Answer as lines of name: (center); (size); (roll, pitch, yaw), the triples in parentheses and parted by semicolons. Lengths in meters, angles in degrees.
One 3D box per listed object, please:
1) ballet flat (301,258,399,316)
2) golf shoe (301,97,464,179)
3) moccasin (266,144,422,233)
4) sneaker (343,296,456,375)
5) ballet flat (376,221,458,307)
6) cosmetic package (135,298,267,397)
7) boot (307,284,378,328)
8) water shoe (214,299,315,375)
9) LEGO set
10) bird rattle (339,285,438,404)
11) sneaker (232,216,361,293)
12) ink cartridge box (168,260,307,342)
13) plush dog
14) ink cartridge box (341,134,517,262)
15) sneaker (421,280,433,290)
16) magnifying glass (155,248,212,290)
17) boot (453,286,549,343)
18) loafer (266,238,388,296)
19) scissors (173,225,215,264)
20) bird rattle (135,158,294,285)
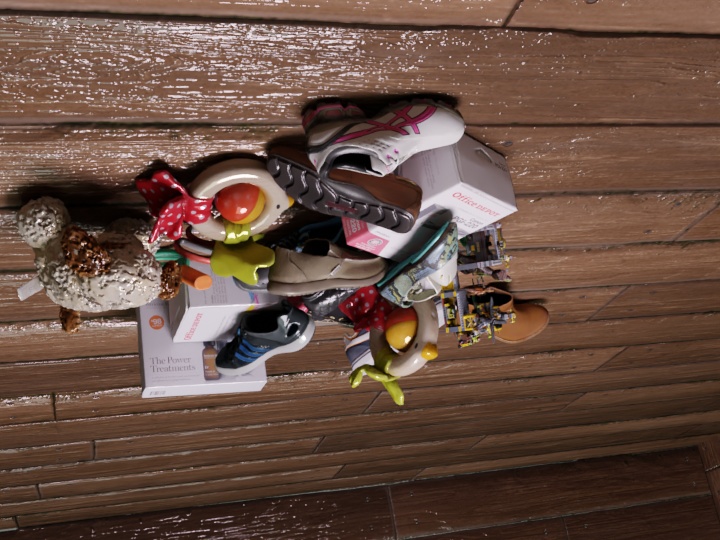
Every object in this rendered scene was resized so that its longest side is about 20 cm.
ballet flat: (0.000, 0.000, 1.429); (0.198, 0.067, 0.057); (-29, 139, 9)
golf shoe: (0.032, -0.148, 1.128); (0.196, 0.094, 0.073); (-6, 156, -13)
moccasin: (-0.018, -0.113, 1.184); (0.198, 0.079, 0.074); (14, 144, 1)
sneaker: (0.056, 0.085, 1.547); (0.198, 0.080, 0.078); (-33, 155, 10)
ballet flat: (0.093, -0.002, 1.296); (0.073, 0.076, 0.200); (1, 160, -24)
cosmetic package: (-0.258, 0.120, 1.550); (0.197, 0.153, 0.052); (-1, 155, -22)
boot: (-0.012, 0.034, 1.566); (0.196, 0.074, 0.151); (0, 155, -14)
water shoe: (-0.159, 0.094, 1.450); (0.198, 0.072, 0.079); (-24, 127, 30)
LEGO set: (0.188, 0.008, 1.401); (0.114, 0.204, 0.153); (-9, 171, 35)
bird rattle: (0.055, 0.092, 1.425); (0.112, 0.203, 0.162); (31, 137, -35)
sneaker: (-0.097, -0.032, 1.382); (0.197, 0.074, 0.082); (-21, 154, -1)
ink cartridge box: (-0.189, 0.046, 1.492); (0.197, 0.087, 0.148); (0, 155, -22)
plush dog: (-0.318, 0.002, 1.186); (0.198, 0.164, 0.170); (14, 172, -43)
ink cartridge box: (0.090, -0.094, 1.289); (0.198, 0.086, 0.145); (-28, 152, 32)
sneaker: (0.079, -0.009, 1.519); (0.090, 0.077, 0.201); (6, 156, 3)
magnifying glass: (-0.250, -0.004, 1.294); (0.078, 0.023, 0.199); (-11, -162, -30)
boot: (0.269, 0.071, 1.788); (0.196, 0.078, 0.156); (-1, 153, -3)
loafer: (-0.040, -0.011, 1.307); (0.198, 0.069, 0.075); (-12, -165, -42)
scissors: (-0.157, -0.014, 1.313); (0.197, 0.074, 0.014); (20, 123, -8)
bird rattle: (-0.177, -0.085, 1.221); (0.162, 0.114, 0.200); (-36, 132, 16)
